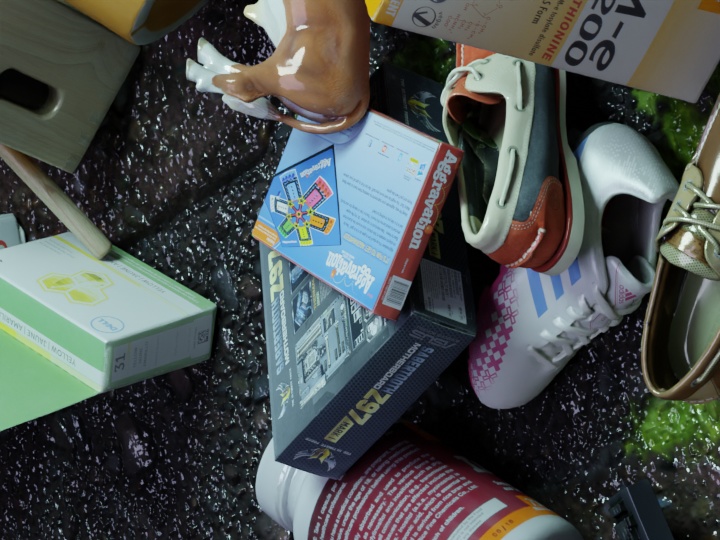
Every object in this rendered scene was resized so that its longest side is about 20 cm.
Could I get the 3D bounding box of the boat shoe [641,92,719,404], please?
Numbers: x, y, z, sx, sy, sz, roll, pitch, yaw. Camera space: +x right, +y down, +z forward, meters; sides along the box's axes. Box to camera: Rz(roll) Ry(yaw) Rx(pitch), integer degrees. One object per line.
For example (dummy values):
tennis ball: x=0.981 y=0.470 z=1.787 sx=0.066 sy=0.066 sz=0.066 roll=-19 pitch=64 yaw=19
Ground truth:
boat shoe: x=0.200 y=-0.015 z=1.445 sx=0.075 sy=0.074 sz=0.202 roll=25 pitch=116 yaw=37

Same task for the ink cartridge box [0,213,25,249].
ink cartridge box: x=-0.331 y=0.048 z=1.891 sx=0.083 sy=0.199 sz=0.148 roll=-5 pitch=95 yaw=47

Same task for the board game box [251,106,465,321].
board game box: x=-0.005 y=-0.043 z=1.554 sx=0.104 sy=0.019 sz=0.200 roll=-67 pitch=26 yaw=4

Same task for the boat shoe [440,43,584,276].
boat shoe: x=0.078 y=-0.086 z=1.509 sx=0.071 sy=0.062 sz=0.201 roll=-49 pitch=38 yaw=42

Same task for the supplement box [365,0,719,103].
supplement box: x=0.111 y=-0.177 z=1.403 sx=0.074 sy=0.199 sz=0.127 roll=-105 pitch=33 yaw=-49

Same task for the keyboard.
keyboard: x=0.191 y=0.215 z=1.506 sx=0.127 sy=0.020 sz=0.201 roll=124 pitch=124 yaw=-73

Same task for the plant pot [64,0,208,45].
plant pot: x=-0.163 y=-0.250 z=1.677 sx=0.183 sy=0.200 sz=0.200 roll=45 pitch=128 yaw=9

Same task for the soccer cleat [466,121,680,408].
soccer cleat: x=0.123 y=0.012 z=1.526 sx=0.086 sy=0.069 sz=0.201 roll=47 pitch=127 yaw=38

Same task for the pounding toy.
pounding toy: x=-0.253 y=-0.131 z=1.797 sx=0.184 sy=0.200 sz=0.143 roll=33 pitch=95 yaw=36

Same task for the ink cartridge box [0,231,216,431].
ink cartridge box: x=-0.216 y=0.038 z=1.775 sx=0.145 sy=0.199 sz=0.048 roll=29 pitch=121 yaw=36

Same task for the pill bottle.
pill bottle: x=0.033 y=0.159 z=1.622 sx=0.199 sy=0.113 sz=0.114 roll=31 pitch=120 yaw=35

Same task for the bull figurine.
bull figurine: x=-0.037 y=-0.176 z=1.579 sx=0.065 sy=0.120 sz=0.202 roll=82 pitch=-170 yaw=-66

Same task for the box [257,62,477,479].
box: x=0.000 y=0.000 z=1.596 sx=0.158 sy=0.051 sz=0.201 roll=-47 pitch=35 yaw=38
